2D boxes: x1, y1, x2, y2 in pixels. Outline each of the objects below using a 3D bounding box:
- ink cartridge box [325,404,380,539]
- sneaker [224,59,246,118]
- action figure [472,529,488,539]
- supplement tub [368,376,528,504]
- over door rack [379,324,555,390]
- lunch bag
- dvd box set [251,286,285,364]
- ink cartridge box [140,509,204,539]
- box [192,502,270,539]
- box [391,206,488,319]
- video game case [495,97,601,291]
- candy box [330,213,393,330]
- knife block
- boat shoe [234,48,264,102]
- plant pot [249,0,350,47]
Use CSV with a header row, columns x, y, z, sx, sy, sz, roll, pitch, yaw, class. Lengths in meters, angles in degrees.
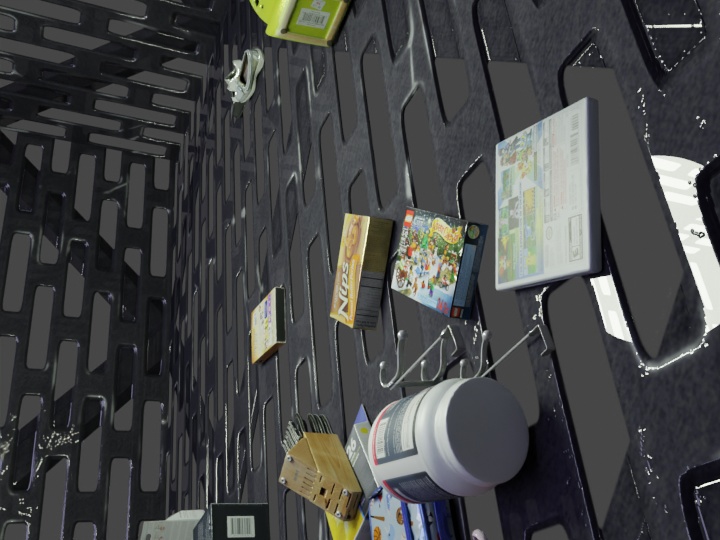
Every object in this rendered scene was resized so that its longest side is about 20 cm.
x,y,z,sx,sy,sz,roll,pitch,yaw,class
-0.014,0.380,1.283,0.201,0.046,0.201,-121,44,-52,ink cartridge box
-0.424,-0.620,2.447,0.074,0.087,0.203,-122,43,-53,sneaker
0.198,0.352,0.785,0.200,0.134,0.149,-43,2,39,action figure
0.108,0.220,0.927,0.200,0.138,0.143,-37,50,57,supplement tub
0.127,0.100,0.916,0.200,0.145,0.068,138,128,-57,over door rack
0.077,0.386,1.038,0.161,0.074,0.203,-52,39,46,lunch bag
-0.242,0.148,1.880,0.200,0.029,0.149,138,134,-55,dvd box set
-0.606,0.851,2.305,0.057,0.196,0.166,-133,54,-62,ink cartridge box
-0.320,0.658,1.773,0.201,0.146,0.109,125,145,-45,box
0.115,-0.017,1.104,0.199,0.037,0.140,-155,73,-65,box
0.227,-0.086,0.892,0.182,0.022,0.205,161,113,-64,video game case
0.000,0.000,1.341,0.115,0.054,0.205,-163,80,-66,candy box
-0.060,0.338,1.298,0.197,0.175,0.065,25,113,19,knife block
-0.373,-0.632,2.338,0.075,0.064,0.203,60,138,21,boat shoe
-0.128,-0.637,1.653,0.200,0.196,0.184,-56,43,45,plant pot
